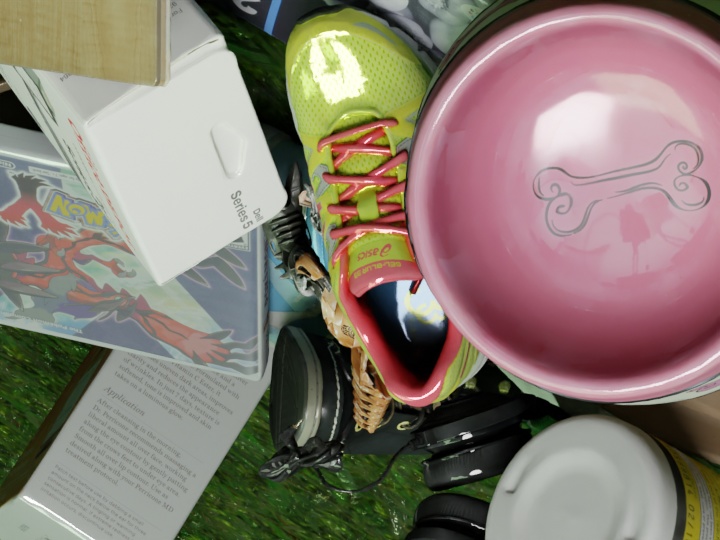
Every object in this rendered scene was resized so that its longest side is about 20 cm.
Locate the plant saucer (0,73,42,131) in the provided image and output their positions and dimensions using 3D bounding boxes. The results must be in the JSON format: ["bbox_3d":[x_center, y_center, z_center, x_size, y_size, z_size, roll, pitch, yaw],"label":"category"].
[{"bbox_3d":[-0.194,-0.061,1.403,0.200,0.200,0.030,76,172,-59],"label":"plant saucer"}]

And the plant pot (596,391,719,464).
[{"bbox_3d":[0.170,0.007,1.140,0.201,0.093,0.201,27,156,13],"label":"plant pot"}]

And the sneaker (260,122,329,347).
[{"bbox_3d":[-0.013,0.006,1.392,0.130,0.080,0.200,24,157,22],"label":"sneaker"}]

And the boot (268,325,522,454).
[{"bbox_3d":[0.024,0.075,1.396,0.153,0.074,0.204,4,176,-4],"label":"boot"}]

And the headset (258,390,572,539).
[{"bbox_3d":[0.048,0.122,1.257,0.200,0.124,0.094,20,155,-34],"label":"headset"}]

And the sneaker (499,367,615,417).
[{"bbox_3d":[0.111,0.042,1.335,0.200,0.076,0.080,46,172,-28],"label":"sneaker"}]

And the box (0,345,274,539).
[{"bbox_3d":[-0.158,0.113,1.636,0.106,0.200,0.152,35,157,-8],"label":"box"}]

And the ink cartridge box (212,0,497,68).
[{"bbox_3d":[-0.008,-0.135,1.149,0.198,0.043,0.200,31,158,2],"label":"ink cartridge box"}]

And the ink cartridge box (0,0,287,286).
[{"bbox_3d":[-0.134,-0.113,1.204,0.200,0.084,0.146,51,169,34],"label":"ink cartridge box"}]

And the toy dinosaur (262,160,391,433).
[{"bbox_3d":[0.000,0.000,1.230,0.102,0.200,0.136,8,-147,-27],"label":"toy dinosaur"}]

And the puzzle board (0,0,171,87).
[{"bbox_3d":[-0.138,-0.191,1.078,0.151,0.017,0.200,12,105,42],"label":"puzzle board"}]

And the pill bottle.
[{"bbox_3d":[0.165,0.156,1.227,0.111,0.111,0.200,7,165,45],"label":"pill bottle"}]

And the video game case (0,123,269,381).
[{"bbox_3d":[-0.151,-0.011,1.362,0.200,0.023,0.182,12,146,6],"label":"video game case"}]

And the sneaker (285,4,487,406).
[{"bbox_3d":[0.014,-0.027,1.096,0.078,0.090,0.200,-17,104,17],"label":"sneaker"}]

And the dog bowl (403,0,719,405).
[{"bbox_3d":[0.108,-0.033,1.002,0.200,0.200,0.074,28,-164,11],"label":"dog bowl"}]
